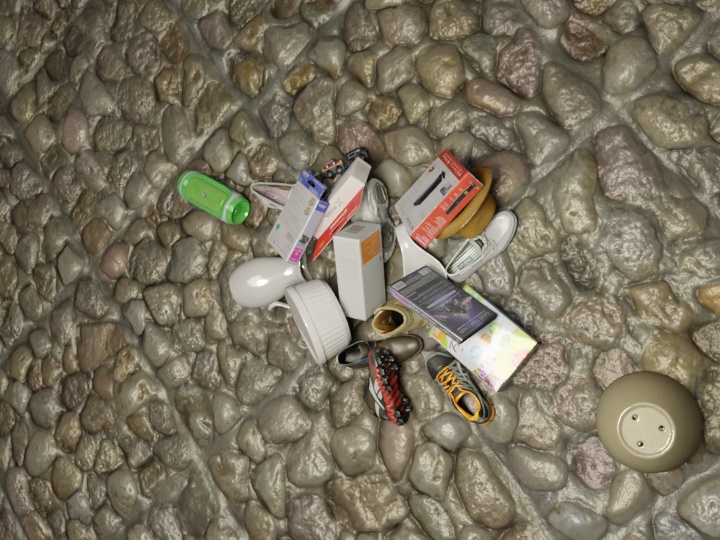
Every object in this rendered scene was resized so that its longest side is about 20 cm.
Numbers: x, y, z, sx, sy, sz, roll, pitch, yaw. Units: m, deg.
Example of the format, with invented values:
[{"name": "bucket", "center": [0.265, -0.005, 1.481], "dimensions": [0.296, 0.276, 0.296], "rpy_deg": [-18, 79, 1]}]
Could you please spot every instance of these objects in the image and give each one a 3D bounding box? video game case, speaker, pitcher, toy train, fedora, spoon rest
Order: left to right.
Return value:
[{"name": "speaker", "center": [-0.389, -0.194, 1.814], "dimensions": [0.200, 0.088, 0.089], "rpy_deg": [29, 97, 24]}, {"name": "pitcher", "center": [-0.211, 0.043, 1.705], "dimensions": [0.199, 0.121, 0.172], "rpy_deg": [-18, 93, 10]}, {"name": "toy train", "center": [-0.069, -0.253, 1.703], "dimensions": [0.199, 0.034, 0.046], "rpy_deg": [-24, 73, 20]}, {"name": "spoon rest", "center": [0.129, -0.024, 1.580], "dimensions": [0.099, 0.061, 0.201], "rpy_deg": [-30, 73, 19]}, {"name": "video game case", "center": [0.173, 0.068, 1.459], "dimensions": [0.200, 0.143, 0.019], "rpy_deg": [37, 130, 25]}, {"name": "fedora", "center": [0.237, -0.134, 1.505], "dimensions": [0.082, 0.201, 0.201], "rpy_deg": [38, 104, -20]}]

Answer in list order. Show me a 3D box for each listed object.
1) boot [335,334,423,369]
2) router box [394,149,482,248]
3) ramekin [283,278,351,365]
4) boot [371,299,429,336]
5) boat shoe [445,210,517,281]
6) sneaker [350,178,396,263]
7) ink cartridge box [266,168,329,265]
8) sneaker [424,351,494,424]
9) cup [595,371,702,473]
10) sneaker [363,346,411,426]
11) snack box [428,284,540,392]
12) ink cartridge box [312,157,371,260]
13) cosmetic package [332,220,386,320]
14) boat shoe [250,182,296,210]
[{"name": "boot", "center": [0.040, 0.192, 1.579], "dimensions": [0.199, 0.097, 0.075], "rpy_deg": [-17, 79, 22]}, {"name": "router box", "center": [0.166, -0.162, 1.511], "dimensions": [0.049, 0.200, 0.180], "rpy_deg": [37, 104, -20]}, {"name": "ramekin", "center": [-0.096, 0.112, 1.600], "dimensions": [0.094, 0.202, 0.203], "rpy_deg": [-24, 73, -12]}, {"name": "boot", "center": [0.073, 0.105, 1.520], "dimensions": [0.199, 0.155, 0.073], "rpy_deg": [-8, 92, 46]}, {"name": "boat shoe", "center": [0.268, -0.051, 1.516], "dimensions": [0.074, 0.067, 0.200], "rpy_deg": [43, 103, 21]}, {"name": "sneaker", "center": [0.024, -0.111, 1.637], "dimensions": [0.099, 0.078, 0.201], "rpy_deg": [-13, 80, 40]}, {"name": "ink cartridge box", "center": [-0.142, -0.127, 1.618], "dimensions": [0.119, 0.042, 0.201], "rpy_deg": [43, 111, 48]}, {"name": "sneaker", "center": [0.213, 0.254, 1.509], "dimensions": [0.200, 0.077, 0.078], "rpy_deg": [45, 105, 22]}, {"name": "cup", "center": [0.550, 0.298, 1.318], "dimensions": [0.199, 0.143, 0.201], "rpy_deg": [-2, 85, 23]}, {"name": "sneaker", "center": [0.043, 0.262, 1.555], "dimensions": [0.098, 0.071, 0.201], "rpy_deg": [-2, 117, 34]}, {"name": "snack box", "center": [0.270, 0.149, 1.505], "dimensions": [0.200, 0.053, 0.142], "rpy_deg": [42, 101, 23]}, {"name": "ink cartridge box", "center": [-0.059, -0.144, 1.591], "dimensions": [0.045, 0.177, 0.200], "rpy_deg": [33, 126, -14]}, {"name": "cosmetic package", "center": [0.000, 0.000, 1.565], "dimensions": [0.071, 0.101, 0.201], "rpy_deg": [10, 120, 29]}, {"name": "boat shoe", "center": [-0.188, -0.184, 1.715], "dimensions": [0.201, 0.065, 0.075], "rpy_deg": [17, 82, 36]}]
